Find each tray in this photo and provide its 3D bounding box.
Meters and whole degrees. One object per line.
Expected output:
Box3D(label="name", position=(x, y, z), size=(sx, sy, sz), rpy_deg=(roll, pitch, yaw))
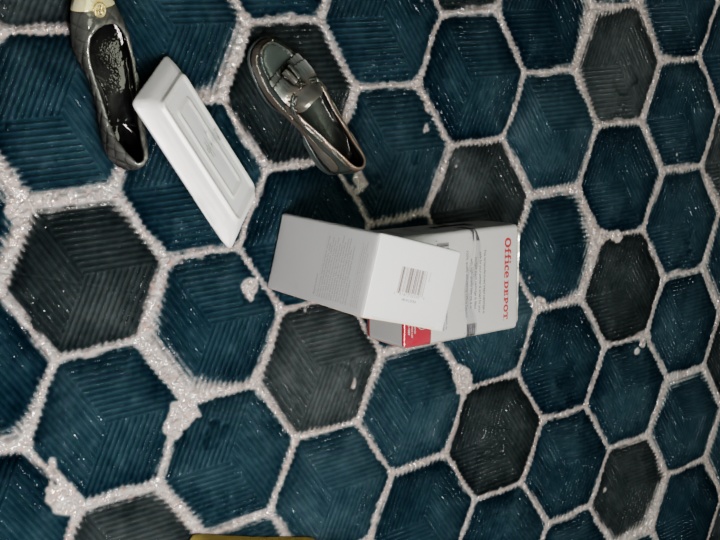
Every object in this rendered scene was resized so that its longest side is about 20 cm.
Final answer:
Box3D(label="tray", position=(-0.174, -0.133, 1.244), size=(0.200, 0.022, 0.107), rpy_deg=(59, 28, -29))

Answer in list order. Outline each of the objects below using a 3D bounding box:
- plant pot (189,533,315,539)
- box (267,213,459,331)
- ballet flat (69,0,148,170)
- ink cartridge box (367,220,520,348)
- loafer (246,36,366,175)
Box3D(label="plant pot", position=(-0.096, 0.445, 1.341), size=(0.195, 0.200, 0.195), rpy_deg=(12, 91, -39))
Box3D(label="box", position=(0.000, 0.000, 1.325), size=(0.124, 0.200, 0.098), rpy_deg=(12, 92, -37))
Box3D(label="ballet flat", position=(-0.257, -0.204, 1.182), size=(0.066, 0.057, 0.200), rpy_deg=(-24, 112, -32))
Box3D(label="ink cartridge box", position=(0.111, 0.013, 1.485), size=(0.200, 0.084, 0.145), rpy_deg=(-7, 102, -35))
Box3D(label="loafer", position=(-0.056, -0.196, 1.331), size=(0.072, 0.063, 0.200), rpy_deg=(-49, 123, -19))
